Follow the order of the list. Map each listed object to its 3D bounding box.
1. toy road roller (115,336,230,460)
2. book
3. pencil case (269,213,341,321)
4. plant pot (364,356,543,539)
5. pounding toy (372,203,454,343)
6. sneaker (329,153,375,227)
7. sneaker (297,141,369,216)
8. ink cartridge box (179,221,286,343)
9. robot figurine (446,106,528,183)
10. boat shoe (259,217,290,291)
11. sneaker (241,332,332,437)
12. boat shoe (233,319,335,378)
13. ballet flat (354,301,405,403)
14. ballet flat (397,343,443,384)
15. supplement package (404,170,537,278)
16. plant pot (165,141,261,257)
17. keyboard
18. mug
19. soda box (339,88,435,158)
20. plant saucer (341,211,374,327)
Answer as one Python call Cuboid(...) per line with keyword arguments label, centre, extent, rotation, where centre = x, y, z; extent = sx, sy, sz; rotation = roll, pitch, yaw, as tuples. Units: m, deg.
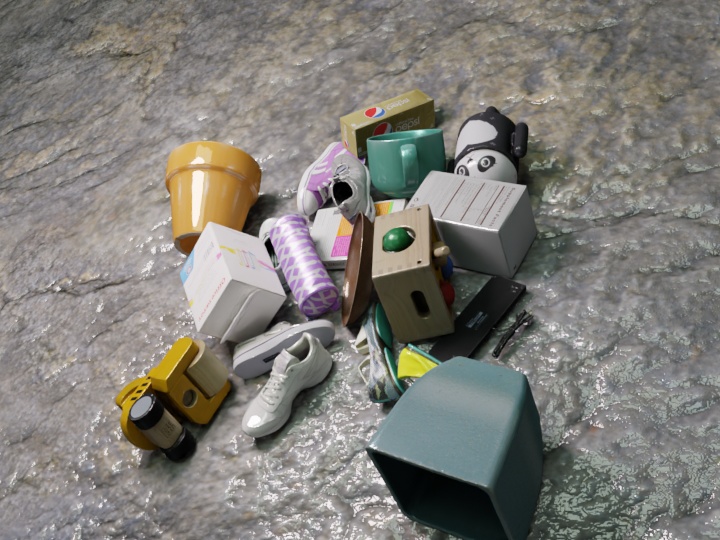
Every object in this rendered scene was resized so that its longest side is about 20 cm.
Cuboid(label="toy road roller", centre=(-0.339, 0.218, 1.607), extent=(0.144, 0.124, 0.201), rotation=(7, 53, 45))
Cuboid(label="book", centre=(-0.009, -0.065, 1.760), extent=(0.196, 0.048, 0.135), rotation=(-3, 50, 26))
Cuboid(label="pencil case", centre=(-0.102, -0.011, 1.695), extent=(0.084, 0.084, 0.202), rotation=(-49, 52, 35))
Cuboid(label="plant pot", centre=(0.155, 0.241, 1.285), extent=(0.193, 0.198, 0.202), rotation=(11, 54, 33))
Cuboid(label="pounding toy", centre=(0.102, -0.005, 1.524), extent=(0.139, 0.202, 0.186), rotation=(-12, 40, 14))
Cuboid(label="sneaker", centre=(-0.024, -0.167, 1.761), extent=(0.074, 0.082, 0.202), rotation=(-39, 40, 17))
Cuboid(label="sneaker", centre=(-0.046, -0.188, 1.873), extent=(0.112, 0.073, 0.202), rotation=(12, 56, 30))
Cuboid(label="ink cartridge box", centre=(-0.234, 0.034, 1.687), extent=(0.129, 0.124, 0.201), rotation=(-54, 39, 23))
Cuboid(label="robot figurine", centre=(0.236, -0.215, 1.718), extent=(0.122, 0.152, 0.203), rotation=(13, 50, -2))
Cuboid(label="boat shoe", centre=(-0.164, -0.049, 1.803), extent=(0.072, 0.067, 0.202), rotation=(-25, 44, 1))
Cuboid(label="sneaker", centre=(-0.136, 0.188, 1.547), extent=(0.074, 0.100, 0.200), rotation=(26, 66, 38))
Cuboid(label="boat shoe", centre=(-0.139, 0.123, 1.634), extent=(0.197, 0.071, 0.071), rotation=(-26, 45, 12))
Cuboid(label="ballet flat", centre=(0.023, 0.137, 1.541), extent=(0.073, 0.075, 0.202), rotation=(-19, 42, 8))
Cuboid(label="ballet flat", centre=(0.144, 0.182, 1.442), extent=(0.197, 0.067, 0.068), rotation=(23, 85, 24))
Cuboid(label="supplement package", centre=(0.194, -0.084, 1.624), extent=(0.197, 0.118, 0.118), rotation=(14, 54, 34))
Cuboid(label="plant pot", centre=(-0.308, -0.130, 1.873), extent=(0.196, 0.201, 0.187), rotation=(-7, 62, 20))
Cuboid(label="keyboard", centre=(0.211, 0.095, 1.522), extent=(0.200, 0.021, 0.126), rotation=(-47, 41, -18))
Cuboid(label="mug", centre=(0.083, -0.199, 1.754), extent=(0.149, 0.117, 0.184), rotation=(2, 16, 33))
Cuboid(label="soda box", centre=(0.058, -0.305, 1.894), extent=(0.197, 0.069, 0.064), rotation=(-25, 41, -22))
Cuboid(label="plant saucer", centre=(0.000, 0.000, 1.611), extent=(0.036, 0.203, 0.203), rotation=(8, 46, -8))
